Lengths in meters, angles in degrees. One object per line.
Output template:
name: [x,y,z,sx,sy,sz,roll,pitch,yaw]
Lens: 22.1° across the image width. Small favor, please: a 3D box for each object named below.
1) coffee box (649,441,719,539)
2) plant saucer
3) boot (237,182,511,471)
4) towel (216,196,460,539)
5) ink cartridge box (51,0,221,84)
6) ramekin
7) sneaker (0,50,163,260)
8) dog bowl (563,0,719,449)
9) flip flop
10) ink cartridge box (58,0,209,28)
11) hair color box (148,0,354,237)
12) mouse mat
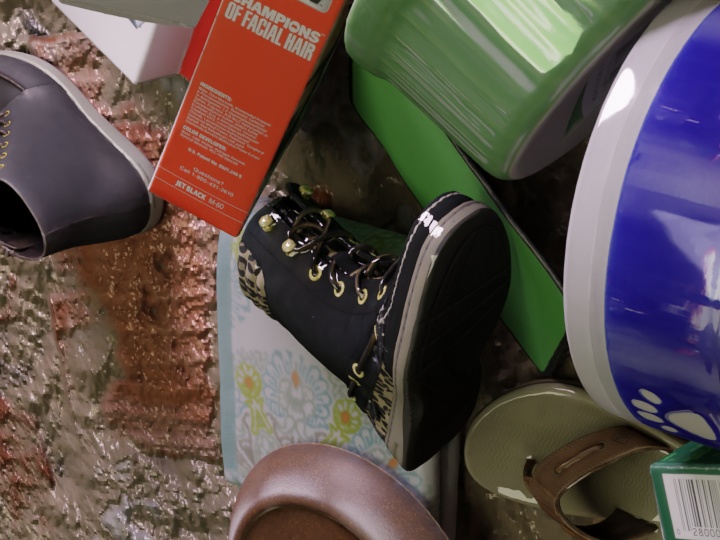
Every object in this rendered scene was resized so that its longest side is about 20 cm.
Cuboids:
coffee box: [0.245,0.090,0.830,0.199,0.123,0.044,-5,101,42]
plant saucer: [-0.013,0.203,1.120,0.199,0.032,0.202,19,121,36]
boot: [-0.001,0.001,0.977,0.154,0.073,0.204,43,151,24]
towel: [-0.012,0.064,1.117,0.170,0.048,0.202,15,114,36]
ink cartridge box: [-0.094,-0.196,1.101,0.176,0.045,0.201,43,129,24]
ramekin: [0.097,-0.134,0.841,0.098,0.200,0.200,47,132,10]
sneaker: [-0.232,-0.082,1.226,0.199,0.106,0.075,34,126,30]
dog bowl: [0.173,-0.022,0.801,0.078,0.199,0.202,18,117,35]
flip flop: [0.136,0.117,0.985,0.199,0.057,0.082,20,121,35]
ink cartridge box: [-0.113,-0.251,0.959,0.147,0.085,0.201,-55,38,38]
hair color box: [-0.045,-0.128,1.011,0.064,0.111,0.201,26,134,0]
mouse mat: [0.050,-0.038,0.978,0.201,0.007,0.161,56,172,11]
